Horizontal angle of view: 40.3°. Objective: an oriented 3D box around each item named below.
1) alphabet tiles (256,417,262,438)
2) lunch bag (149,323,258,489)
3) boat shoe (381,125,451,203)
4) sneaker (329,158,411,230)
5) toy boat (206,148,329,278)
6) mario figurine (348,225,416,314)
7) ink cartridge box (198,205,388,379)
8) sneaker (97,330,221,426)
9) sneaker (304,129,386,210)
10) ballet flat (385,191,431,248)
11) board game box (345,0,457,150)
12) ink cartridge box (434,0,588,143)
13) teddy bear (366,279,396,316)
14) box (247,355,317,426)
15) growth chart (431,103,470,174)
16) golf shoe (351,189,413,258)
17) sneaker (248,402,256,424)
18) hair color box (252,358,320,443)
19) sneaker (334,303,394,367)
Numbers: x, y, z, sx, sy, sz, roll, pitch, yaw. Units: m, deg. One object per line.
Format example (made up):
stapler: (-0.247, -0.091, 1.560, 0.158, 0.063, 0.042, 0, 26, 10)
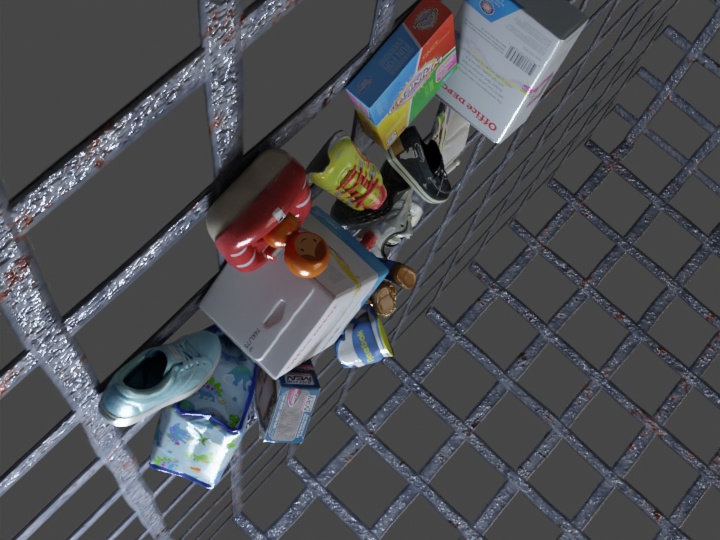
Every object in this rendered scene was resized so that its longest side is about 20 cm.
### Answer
alphabet tiles: (-0.140, 0.177, 1.541, 0.006, 0.168, 0.200, 3, 169, -22)
lunch bag: (-0.214, 0.173, 1.397, 0.171, 0.126, 0.201, 121, -11, -45)
boat shoe: (0.099, -0.159, 1.484, 0.062, 0.075, 0.200, -27, 149, 17)
sneaker: (0.015, -0.102, 1.510, 0.200, 0.076, 0.091, -35, 169, -46)
toy boat: (-0.088, -0.045, 1.106, 0.131, 0.131, 0.200, -47, 170, -7)
mario figurine: (0.000, 0.000, 1.488, 0.123, 0.199, 0.107, -13, 121, -35)
ink cartridge box: (-0.085, 0.024, 1.321, 0.147, 0.146, 0.200, -52, 170, 21)
sneaker: (-0.240, 0.123, 1.245, 0.200, 0.074, 0.082, -39, 169, -47)
sneaker: (-0.009, -0.121, 1.279, 0.078, 0.090, 0.200, -49, 168, 11)
ballet flat: (0.077, -0.094, 1.732, 0.073, 0.073, 0.200, -43, 176, -28)
board game box: (0.057, -0.244, 1.243, 0.153, 0.040, 0.200, -49, 170, 0)
ink cartridge box: (0.192, -0.295, 1.335, 0.085, 0.144, 0.201, -41, 167, -39)
teddy bear: (-0.005, 0.033, 1.665, 0.199, 0.145, 0.067, -5, 136, -54)
box: (-0.154, 0.164, 1.735, 0.200, 0.079, 0.141, -45, 166, -22)
growth chart: (0.148, -0.229, 1.589, 0.144, 0.018, 0.202, -33, 143, -51)
golf shoe: (0.063, -0.103, 1.628, 0.201, 0.097, 0.078, -52, 167, 10)
sneaker: (-0.180, 0.167, 1.549, 0.200, 0.108, 0.070, -51, 170, 11)
hair color box: (-0.117, 0.139, 1.393, 0.060, 0.201, 0.101, 6, 122, -22)
sneaker: (-0.004, 0.101, 1.480, 0.082, 0.075, 0.200, -25, -177, -2)
